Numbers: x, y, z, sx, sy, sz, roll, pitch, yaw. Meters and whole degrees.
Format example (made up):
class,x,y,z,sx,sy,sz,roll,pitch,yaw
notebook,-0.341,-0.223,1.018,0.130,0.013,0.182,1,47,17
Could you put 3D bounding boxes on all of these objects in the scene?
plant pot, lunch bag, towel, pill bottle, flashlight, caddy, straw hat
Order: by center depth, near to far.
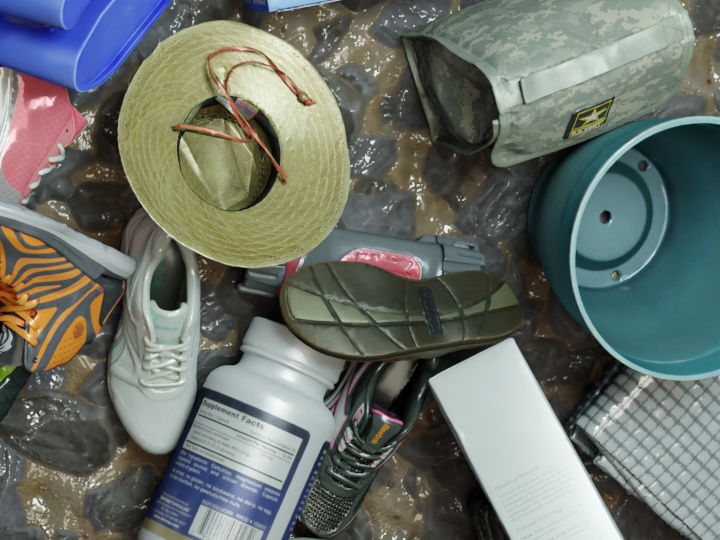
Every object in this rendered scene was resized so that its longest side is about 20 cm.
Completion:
class,x,y,z,sx,sy,sz,roll,pitch,yaw
caddy,-0.205,-0.223,1.151,0.105,0.141,0.200,23,58,15
lunch bag,0.145,-0.155,1.254,0.164,0.200,0.118,-21,105,-11
straw hat,-0.107,-0.083,1.258,0.201,0.085,0.201,10,67,-25
pill bottle,-0.087,0.143,1.289,0.111,0.111,0.200,27,81,-18
plant pot,0.228,-0.032,1.305,0.200,0.188,0.200,-3,101,-13
flashlight,0.000,0.000,1.315,0.200,0.068,0.068,11,114,-17
towel,0.288,0.132,1.409,0.200,0.086,0.166,41,90,-20

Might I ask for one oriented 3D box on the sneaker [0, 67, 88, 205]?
class,x,y,z,sx,sy,sz,roll,pitch,yaw
sneaker,-0.249,-0.095,1.228,0.087,0.074,0.200,6,99,-17

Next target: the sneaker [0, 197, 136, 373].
class,x,y,z,sx,sy,sz,roll,pitch,yaw
sneaker,-0.250,0.012,1.182,0.200,0.078,0.112,29,84,-49

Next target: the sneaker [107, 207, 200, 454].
class,x,y,z,sx,sy,sz,roll,pitch,yaw
sneaker,-0.159,0.052,1.277,0.070,0.080,0.201,-2,102,-16

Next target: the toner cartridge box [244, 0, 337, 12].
class,x,y,z,sx,sy,sz,roll,pitch,yaw
toner cartridge box,0.013,-0.237,1.259,0.200,0.095,0.043,-13,102,-13

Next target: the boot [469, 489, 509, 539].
class,x,y,z,sx,sy,sz,roll,pitch,yaw
boot,0.196,0.257,1.409,0.211,0.079,0.158,-3,101,-14

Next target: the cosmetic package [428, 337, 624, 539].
class,x,y,z,sx,sy,sz,roll,pitch,yaw
cosmetic package,0.135,0.164,1.305,0.081,0.113,0.200,-29,72,-1

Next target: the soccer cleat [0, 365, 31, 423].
class,x,y,z,sx,sy,sz,roll,pitch,yaw
soccer cleat,-0.315,0.133,1.265,0.200,0.068,0.081,-48,132,-7

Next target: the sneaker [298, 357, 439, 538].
class,x,y,z,sx,sy,sz,roll,pitch,yaw
sneaker,0.001,0.126,1.329,0.080,0.086,0.200,21,95,-16

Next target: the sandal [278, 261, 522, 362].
class,x,y,z,sx,sy,sz,roll,pitch,yaw
sandal,0.029,0.036,1.280,0.200,0.055,0.082,-4,67,-25

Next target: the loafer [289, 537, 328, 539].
class,x,y,z,sx,sy,sz,roll,pitch,yaw
loafer,-0.019,0.266,1.349,0.200,0.070,0.075,-3,126,-15
